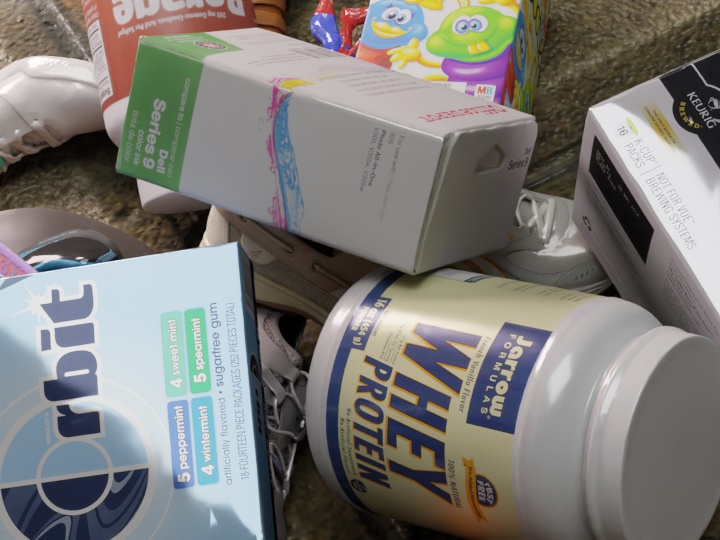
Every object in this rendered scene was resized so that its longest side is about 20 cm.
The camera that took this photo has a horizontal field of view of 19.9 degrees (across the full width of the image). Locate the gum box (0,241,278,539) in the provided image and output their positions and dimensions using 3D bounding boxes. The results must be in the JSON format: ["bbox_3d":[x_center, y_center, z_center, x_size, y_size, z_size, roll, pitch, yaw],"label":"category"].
[{"bbox_3d":[-0.151,0.083,1.109,0.199,0.045,0.171,-8,70,7],"label":"gum box"}]

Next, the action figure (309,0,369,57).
[{"bbox_3d":[-0.015,-0.120,1.382,0.051,0.066,0.201,-5,50,20],"label":"action figure"}]

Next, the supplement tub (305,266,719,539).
[{"bbox_3d":[0.086,0.079,1.110,0.199,0.145,0.145,10,50,36],"label":"supplement tub"}]

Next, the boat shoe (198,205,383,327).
[{"bbox_3d":[0.000,0.000,1.243,0.199,0.065,0.072,21,28,6],"label":"boat shoe"}]

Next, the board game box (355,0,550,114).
[{"bbox_3d":[0.062,-0.144,1.364,0.103,0.105,0.200,3,50,12],"label":"board game box"}]

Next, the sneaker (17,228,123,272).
[{"bbox_3d":[-0.236,0.032,1.229,0.200,0.073,0.082,-29,8,-3],"label":"sneaker"}]

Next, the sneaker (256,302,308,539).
[{"bbox_3d":[-0.057,0.082,1.203,0.082,0.075,0.200,-12,47,2],"label":"sneaker"}]

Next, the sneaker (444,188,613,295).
[{"bbox_3d":[0.072,-0.033,1.272,0.199,0.092,0.076,4,49,12],"label":"sneaker"}]

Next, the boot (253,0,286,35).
[{"bbox_3d":[-0.070,-0.205,1.459,0.199,0.077,0.156,-17,46,-1],"label":"boot"}]

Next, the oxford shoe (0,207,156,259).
[{"bbox_3d":[-0.223,0.005,1.316,0.199,0.071,0.072,6,49,-6],"label":"oxford shoe"}]

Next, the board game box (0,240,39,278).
[{"bbox_3d":[-0.188,0.073,1.155,0.200,0.032,0.120,38,84,19],"label":"board game box"}]

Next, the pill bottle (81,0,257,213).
[{"bbox_3d":[-0.120,-0.144,1.346,0.112,0.112,0.201,-12,82,-1],"label":"pill bottle"}]

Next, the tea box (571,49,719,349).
[{"bbox_3d":[0.255,-0.022,1.171,0.196,0.134,0.200,-23,65,-9],"label":"tea box"}]

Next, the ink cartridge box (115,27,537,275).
[{"bbox_3d":[-0.017,-0.073,1.183,0.199,0.088,0.145,18,15,22],"label":"ink cartridge box"}]

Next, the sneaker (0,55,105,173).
[{"bbox_3d":[-0.251,-0.092,1.410,0.199,0.075,0.089,-4,60,15],"label":"sneaker"}]
